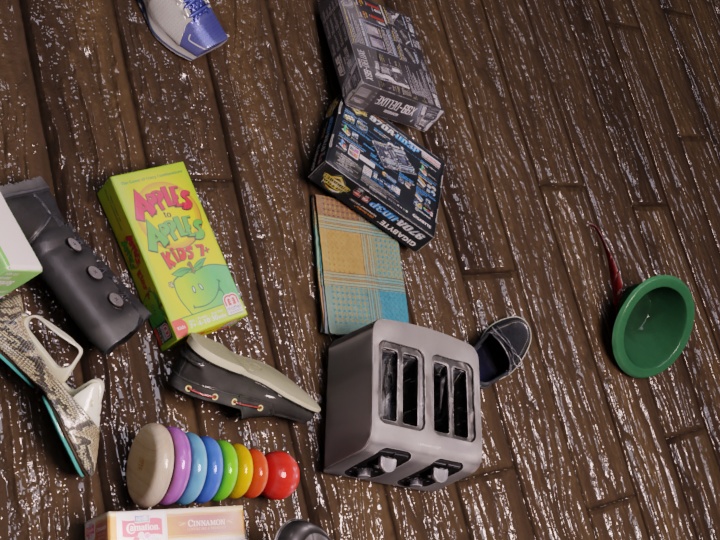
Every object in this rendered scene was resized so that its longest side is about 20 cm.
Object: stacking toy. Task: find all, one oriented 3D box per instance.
[{"bbox_3d":[-0.150,0.220,1.010,0.198,0.085,0.087,14,61,-36],"label":"stacking toy"}]

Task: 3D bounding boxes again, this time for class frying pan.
[{"bbox_3d":[-0.057,0.330,0.905,0.116,0.031,0.191,54,28,-24],"label":"frying pan"}]

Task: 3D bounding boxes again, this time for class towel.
[{"bbox_3d":[0.000,0.000,1.260,0.145,0.022,0.204,10,62,-35],"label":"towel"}]

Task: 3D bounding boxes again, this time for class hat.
[{"bbox_3d":[0.454,0.060,1.579,0.164,0.176,0.203,24,94,-28],"label":"hat"}]

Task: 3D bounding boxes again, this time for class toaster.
[{"bbox_3d":[0.053,0.165,1.159,0.179,0.118,0.203,18,59,-30],"label":"toaster"}]

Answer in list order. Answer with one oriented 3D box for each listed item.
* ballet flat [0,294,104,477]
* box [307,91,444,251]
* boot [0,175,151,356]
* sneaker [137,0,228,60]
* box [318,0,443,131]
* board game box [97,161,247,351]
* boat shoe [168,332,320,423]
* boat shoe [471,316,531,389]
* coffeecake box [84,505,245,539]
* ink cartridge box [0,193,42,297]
[{"bbox_3d":[-0.309,0.110,0.938,0.075,0.068,0.201,-36,91,-18],"label":"ballet flat"},{"bbox_3d":[0.028,-0.143,1.315,0.198,0.046,0.161,32,45,-22],"label":"box"},{"bbox_3d":[-0.322,0.008,0.958,0.201,0.065,0.165,55,26,-6],"label":"boot"},{"bbox_3d":[-0.243,-0.378,1.185,0.200,0.115,0.081,51,50,-6],"label":"sneaker"},{"bbox_3d":[0.029,-0.315,1.373,0.156,0.050,0.203,10,52,-37],"label":"box"},{"bbox_3d":[-0.221,-0.020,1.083,0.101,0.047,0.203,-19,82,-40],"label":"board game box"},{"bbox_3d":[-0.132,0.138,1.073,0.200,0.074,0.064,29,95,-37],"label":"boat shoe"},{"bbox_3d":[0.195,0.121,1.325,0.199,0.062,0.075,-29,86,-43],"label":"boat shoe"},{"bbox_3d":[-0.190,0.346,0.922,0.151,0.073,0.204,8,65,-36],"label":"coffeecake box"},{"bbox_3d":[-0.417,-0.011,0.833,0.198,0.084,0.147,-32,88,2],"label":"ink cartridge box"}]
